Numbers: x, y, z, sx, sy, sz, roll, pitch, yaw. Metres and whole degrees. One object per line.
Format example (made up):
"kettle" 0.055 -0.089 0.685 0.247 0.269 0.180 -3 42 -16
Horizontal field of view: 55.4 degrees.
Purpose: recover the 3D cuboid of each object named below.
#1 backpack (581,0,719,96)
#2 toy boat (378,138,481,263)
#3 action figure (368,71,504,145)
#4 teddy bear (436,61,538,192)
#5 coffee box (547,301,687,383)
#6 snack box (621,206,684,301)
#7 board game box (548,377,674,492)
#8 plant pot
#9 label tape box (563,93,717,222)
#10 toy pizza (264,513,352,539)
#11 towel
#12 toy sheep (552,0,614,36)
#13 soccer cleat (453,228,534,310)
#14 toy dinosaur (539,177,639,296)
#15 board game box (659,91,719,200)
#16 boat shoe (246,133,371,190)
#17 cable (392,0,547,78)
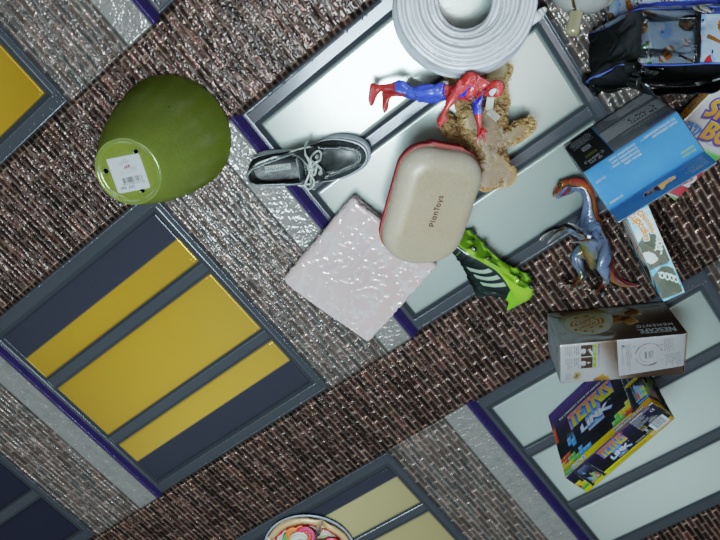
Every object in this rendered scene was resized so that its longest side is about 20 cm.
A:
"backpack" 0.417 -0.306 0.917 0.189 0.200 0.156 5 103 -2
"toy boat" 0.096 -0.114 1.051 0.129 0.131 0.201 7 122 -15
"action figure" 0.110 -0.227 0.979 0.198 0.065 0.100 0 89 32
"teddy bear" 0.187 -0.223 1.036 0.144 0.067 0.201 -24 104 10
"coffee box" 0.423 0.120 1.148 0.198 0.115 0.080 -6 115 7
"snack box" 0.431 -0.063 1.058 0.037 0.116 0.201 -26 111 15
"board game box" 0.423 0.253 1.182 0.056 0.166 0.200 33 113 -13
"plant pot" -0.305 -0.175 1.011 0.185 0.200 0.189 1 116 3
"label tape box" 0.384 -0.167 0.966 0.144 0.200 0.063 -34 110 18
"toy pizza" -0.109 0.602 1.461 0.198 0.032 0.202 2 116 3
"towel" 0.000 0.000 1.167 0.190 0.032 0.200 36 113 -14
"toy sheep" 0.293 -0.406 0.889 0.137 0.138 0.202 16 94 -4
"soccer cleat" 0.198 -0.002 1.136 0.199 0.068 0.081 35 126 -13
"toy dinosaur" 0.364 -0.059 1.110 0.199 0.105 0.183 -6 106 -35
"board game box" 0.515 -0.208 1.028 0.095 0.030 0.200 32 112 -21
"boat shoe" -0.082 -0.166 1.072 0.197 0.068 0.074 -3 116 5
"cable" 0.143 -0.367 0.942 0.200 0.069 0.200 39 101 -8
